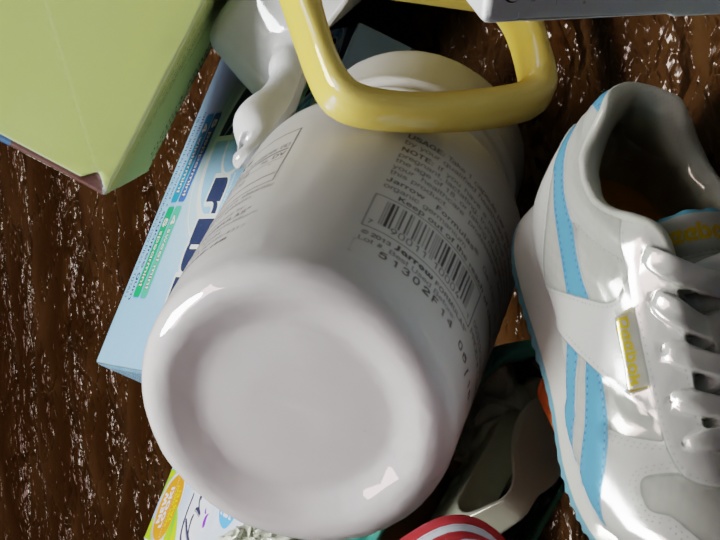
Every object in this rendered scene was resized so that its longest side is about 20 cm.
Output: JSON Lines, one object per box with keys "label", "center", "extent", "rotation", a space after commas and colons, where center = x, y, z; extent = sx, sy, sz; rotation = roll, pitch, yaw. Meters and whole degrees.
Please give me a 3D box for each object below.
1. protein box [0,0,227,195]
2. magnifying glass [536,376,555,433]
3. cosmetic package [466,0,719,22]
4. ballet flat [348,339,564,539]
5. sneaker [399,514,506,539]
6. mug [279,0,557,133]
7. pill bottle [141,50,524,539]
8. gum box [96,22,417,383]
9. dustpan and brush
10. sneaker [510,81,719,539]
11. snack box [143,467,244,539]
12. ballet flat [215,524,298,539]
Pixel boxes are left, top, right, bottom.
{"label": "protein box", "center": [-0.117, -0.155, 1.124], "extent": [0.199, 0.134, 0.200], "rotation": [-62, 2, 4]}
{"label": "magnifying glass", "center": [0.104, 0.110, 0.821], "extent": [0.022, 0.079, 0.201], "rotation": [-60, 39, 34]}
{"label": "cosmetic package", "center": [0.074, -0.142, 0.771], "extent": [0.200, 0.150, 0.052], "rotation": [-122, 36, -52]}
{"label": "ballet flat", "center": [0.030, 0.102, 0.937], "extent": [0.201, 0.067, 0.070], "rotation": [-60, 10, -29]}
{"label": "sneaker", "center": [0.018, 0.178, 0.839], "extent": [0.113, 0.071, 0.201], "rotation": [-98, 23, -75]}
{"label": "mug", "center": [0.007, -0.159, 0.947], "extent": [0.187, 0.152, 0.150], "rotation": [-119, 33, -49]}
{"label": "pill bottle", "center": [0.000, 0.000, 0.950], "extent": [0.200, 0.114, 0.115], "rotation": [-64, -13, -57]}
{"label": "gum box", "center": [-0.049, -0.023, 1.181], "extent": [0.171, 0.044, 0.200], "rotation": [-68, 20, -7]}
{"label": "dustpan and brush", "center": [-0.026, -0.103, 1.065], "extent": [0.140, 0.057, 0.200], "rotation": [-48, 2, 37]}
{"label": "sneaker", "center": [0.104, 0.028, 0.827], "extent": [0.081, 0.076, 0.201], "rotation": [110, 148, -45]}
{"label": "snack box", "center": [-0.027, 0.081, 1.150], "extent": [0.143, 0.053, 0.200], "rotation": [-67, 19, -4]}
{"label": "ballet flat", "center": [-0.018, 0.123, 1.015], "extent": [0.072, 0.200, 0.072], "rotation": [52, 175, 6]}
